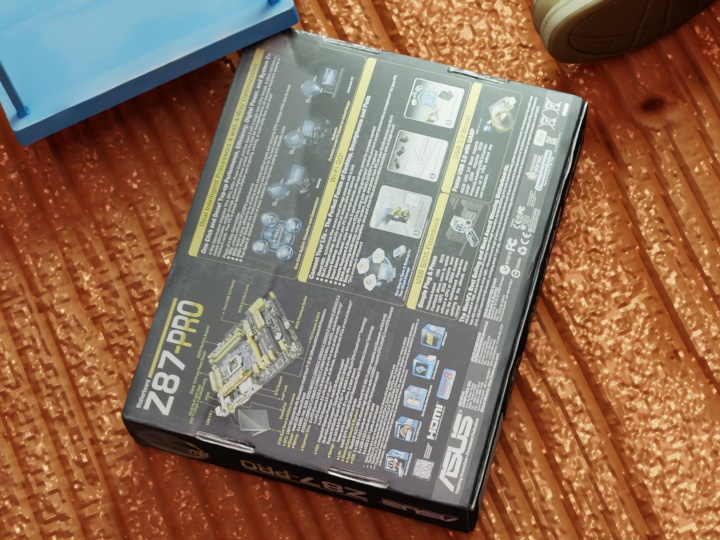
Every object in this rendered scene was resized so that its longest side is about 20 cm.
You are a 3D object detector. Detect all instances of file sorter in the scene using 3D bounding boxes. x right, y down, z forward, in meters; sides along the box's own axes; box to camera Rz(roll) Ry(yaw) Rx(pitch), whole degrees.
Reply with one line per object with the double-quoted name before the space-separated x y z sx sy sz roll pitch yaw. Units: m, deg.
"file sorter" -0.138 -0.188 0.988 0.139 0.123 0.200 -25 58 -4

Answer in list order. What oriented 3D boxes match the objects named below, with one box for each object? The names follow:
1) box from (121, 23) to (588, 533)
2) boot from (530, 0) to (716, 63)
"box" 0.000 0.000 0.974 0.161 0.049 0.200 14 72 7
"boot" 0.128 -0.199 1.021 0.200 0.072 0.155 -35 73 -13
